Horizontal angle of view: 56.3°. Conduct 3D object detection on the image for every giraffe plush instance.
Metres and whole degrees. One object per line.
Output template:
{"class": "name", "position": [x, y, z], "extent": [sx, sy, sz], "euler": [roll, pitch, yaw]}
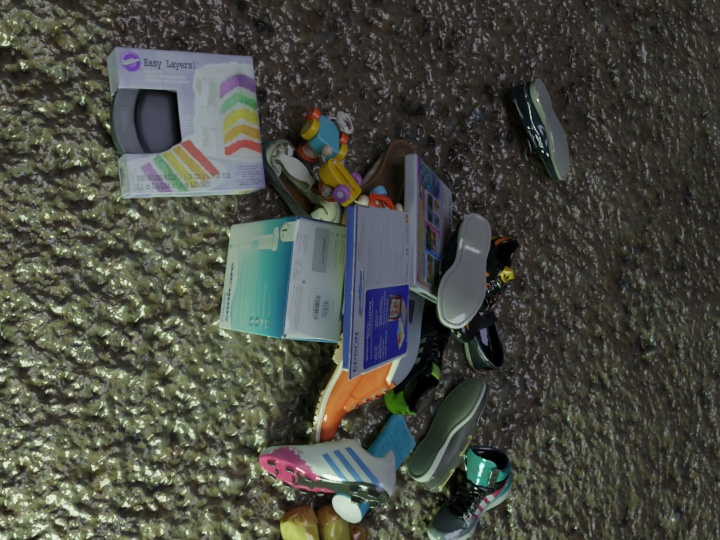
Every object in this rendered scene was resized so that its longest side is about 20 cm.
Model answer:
{"class": "giraffe plush", "position": [-0.034, 0.449, 0.946], "extent": [0.171, 0.161, 0.203], "euler": [12, 83, -32]}

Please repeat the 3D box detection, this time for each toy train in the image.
{"class": "toy train", "position": [-0.022, -0.136, 0.966], "extent": [0.150, 0.055, 0.202], "euler": [-3, 63, -58]}

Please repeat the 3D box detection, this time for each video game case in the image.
{"class": "video game case", "position": [0.108, -0.057, 1.058], "extent": [0.182, 0.023, 0.203], "euler": [27, 62, -62]}

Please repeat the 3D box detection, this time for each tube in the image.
{"class": "tube", "position": [0.029, 0.298, 1.041], "extent": [0.200, 0.050, 0.078], "euler": [-41, 117, -48]}

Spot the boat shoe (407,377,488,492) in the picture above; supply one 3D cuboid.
{"class": "boat shoe", "position": [0.156, 0.274, 1.131], "extent": [0.061, 0.071, 0.202], "euler": [45, 74, -28]}

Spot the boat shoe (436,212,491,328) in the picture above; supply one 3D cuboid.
{"class": "boat shoe", "position": [0.153, 0.005, 1.047], "extent": [0.073, 0.060, 0.202], "euler": [20, 62, -12]}

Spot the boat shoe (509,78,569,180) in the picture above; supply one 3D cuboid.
{"class": "boat shoe", "position": [0.333, -0.255, 1.250], "extent": [0.201, 0.061, 0.075], "euler": [58, 46, -29]}

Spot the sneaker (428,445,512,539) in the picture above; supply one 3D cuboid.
{"class": "sneaker", "position": [0.186, 0.361, 1.121], "extent": [0.199, 0.083, 0.122], "euler": [-29, 126, -37]}

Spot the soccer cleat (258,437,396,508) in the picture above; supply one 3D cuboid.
{"class": "soccer cleat", "position": [-0.044, 0.275, 0.963], "extent": [0.070, 0.197, 0.087], "euler": [90, 16, -47]}

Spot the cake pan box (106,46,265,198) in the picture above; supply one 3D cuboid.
{"class": "cake pan box", "position": [-0.230, -0.193, 0.891], "extent": [0.198, 0.052, 0.187], "euler": [-6, 90, -33]}

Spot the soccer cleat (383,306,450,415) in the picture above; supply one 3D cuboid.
{"class": "soccer cleat", "position": [0.109, 0.146, 1.091], "extent": [0.067, 0.081, 0.201], "euler": [40, 69, -26]}

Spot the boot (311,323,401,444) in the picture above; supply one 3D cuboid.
{"class": "boot", "position": [-0.007, 0.175, 0.977], "extent": [0.106, 0.075, 0.202], "euler": [21, 104, -6]}

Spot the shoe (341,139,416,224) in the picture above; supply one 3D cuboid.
{"class": "shoe", "position": [0.027, -0.116, 1.042], "extent": [0.070, 0.053, 0.201], "euler": [36, 62, -8]}

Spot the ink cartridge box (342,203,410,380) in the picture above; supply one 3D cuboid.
{"class": "ink cartridge box", "position": [0.013, 0.020, 0.841], "extent": [0.199, 0.046, 0.201], "euler": [-3, 96, -65]}

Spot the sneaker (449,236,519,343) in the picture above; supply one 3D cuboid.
{"class": "sneaker", "position": [0.201, 0.023, 1.085], "extent": [0.070, 0.089, 0.202], "euler": [44, 52, -31]}

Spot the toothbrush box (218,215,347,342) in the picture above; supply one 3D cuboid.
{"class": "toothbrush box", "position": [-0.104, 0.012, 0.883], "extent": [0.084, 0.199, 0.149], "euler": [9, 84, -34]}

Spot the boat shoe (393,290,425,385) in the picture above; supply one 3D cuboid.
{"class": "boat shoe", "position": [0.050, 0.084, 1.062], "extent": [0.073, 0.068, 0.202], "euler": [19, 73, -29]}

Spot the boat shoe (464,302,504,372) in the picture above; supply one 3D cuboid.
{"class": "boat shoe", "position": [0.204, 0.081, 1.166], "extent": [0.074, 0.062, 0.203], "euler": [-19, 97, -31]}

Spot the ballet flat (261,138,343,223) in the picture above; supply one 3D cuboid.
{"class": "ballet flat", "position": [-0.075, -0.109, 0.983], "extent": [0.200, 0.063, 0.068], "euler": [48, 64, -24]}
